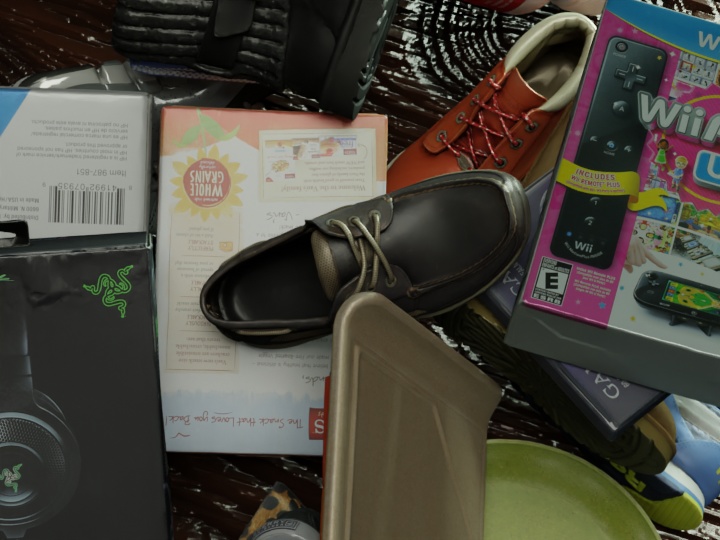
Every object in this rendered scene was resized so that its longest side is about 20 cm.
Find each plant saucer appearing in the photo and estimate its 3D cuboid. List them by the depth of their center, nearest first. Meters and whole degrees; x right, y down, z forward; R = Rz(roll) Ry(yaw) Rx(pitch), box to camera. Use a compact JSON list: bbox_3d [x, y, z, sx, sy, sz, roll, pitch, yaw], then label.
[{"bbox_3d":[0.084,0.198,1.557,0.199,0.031,0.201,1,70,-4],"label":"plant saucer"}]

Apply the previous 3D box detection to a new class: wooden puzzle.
[{"bbox_3d":[0.020,0.134,1.477,0.037,0.185,0.201,-3,68,28],"label":"wooden puzzle"}]

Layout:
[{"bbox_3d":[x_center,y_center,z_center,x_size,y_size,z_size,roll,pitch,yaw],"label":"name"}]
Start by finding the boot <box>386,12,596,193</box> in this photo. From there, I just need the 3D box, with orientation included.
[{"bbox_3d":[0.071,-0.077,1.620,0.075,0.107,0.200,42,74,9],"label":"boot"}]

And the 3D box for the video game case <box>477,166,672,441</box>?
[{"bbox_3d":[0.167,-0.015,1.510,0.200,0.019,0.143,-37,72,-18],"label":"video game case"}]

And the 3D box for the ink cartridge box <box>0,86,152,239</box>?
[{"bbox_3d":[-0.194,-0.005,1.546,0.144,0.084,0.201,2,94,-3],"label":"ink cartridge box"}]

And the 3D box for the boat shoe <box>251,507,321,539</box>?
[{"bbox_3d":[-0.012,0.227,1.492,0.068,0.057,0.201,-11,101,18],"label":"boat shoe"}]

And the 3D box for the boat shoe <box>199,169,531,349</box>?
[{"bbox_3d":[0.000,0.000,1.474,0.199,0.073,0.075,-23,85,24],"label":"boat shoe"}]

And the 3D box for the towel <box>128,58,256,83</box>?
[{"bbox_3d":[-0.077,-0.186,1.643,0.144,0.024,0.201,2,44,-12],"label":"towel"}]

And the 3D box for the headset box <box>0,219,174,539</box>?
[{"bbox_3d":[-0.192,0.072,1.464,0.173,0.093,0.201,-3,96,-4],"label":"headset box"}]

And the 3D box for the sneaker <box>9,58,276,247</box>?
[{"bbox_3d":[-0.113,-0.075,1.634,0.199,0.075,0.116,-12,89,-15],"label":"sneaker"}]

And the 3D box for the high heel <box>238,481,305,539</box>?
[{"bbox_3d":[-0.114,0.190,1.518,0.199,0.071,0.144,3,75,-21],"label":"high heel"}]

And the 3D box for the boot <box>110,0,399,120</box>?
[{"bbox_3d":[-0.046,-0.202,1.528,0.157,0.079,0.212,20,93,6],"label":"boot"}]

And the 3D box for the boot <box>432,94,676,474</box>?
[{"bbox_3d":[0.159,-0.008,1.547,0.175,0.066,0.200,40,68,3],"label":"boot"}]

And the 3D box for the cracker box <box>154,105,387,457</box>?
[{"bbox_3d":[-0.055,0.008,1.573,0.133,0.058,0.201,2,88,-5],"label":"cracker box"}]

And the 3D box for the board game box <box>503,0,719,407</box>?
[{"bbox_3d":[0.176,-0.038,1.477,0.147,0.064,0.201,16,64,4],"label":"board game box"}]

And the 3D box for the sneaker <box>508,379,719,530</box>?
[{"bbox_3d":[0.148,0.060,1.595,0.082,0.074,0.200,-42,85,-19],"label":"sneaker"}]

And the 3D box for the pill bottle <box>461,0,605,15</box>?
[{"bbox_3d":[0.068,-0.222,1.648,0.199,0.112,0.113,14,67,-23],"label":"pill bottle"}]
